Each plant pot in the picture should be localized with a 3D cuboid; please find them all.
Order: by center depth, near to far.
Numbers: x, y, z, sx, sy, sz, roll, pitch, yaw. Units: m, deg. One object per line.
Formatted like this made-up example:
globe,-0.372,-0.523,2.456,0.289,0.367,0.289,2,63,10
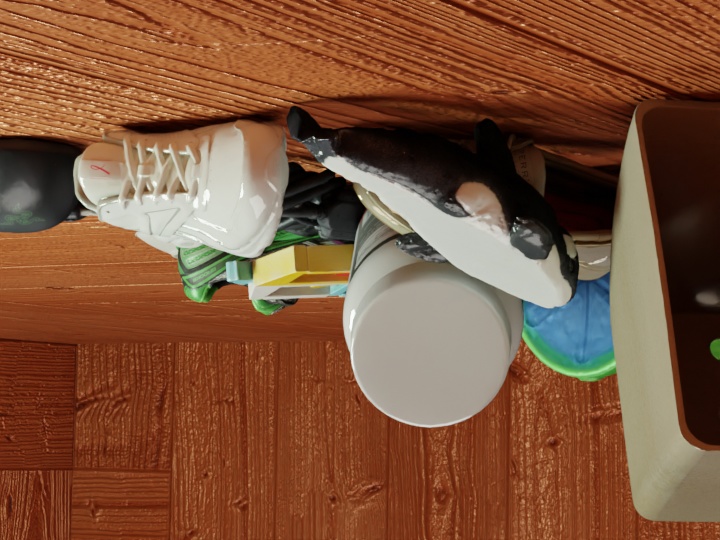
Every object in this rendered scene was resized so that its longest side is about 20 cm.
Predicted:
plant pot,0.230,0.042,1.098,0.198,0.201,0.177,2,152,-10

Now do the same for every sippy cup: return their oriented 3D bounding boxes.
sippy cup,0.192,0.003,1.380,0.130,0.179,0.139,-1,154,-42

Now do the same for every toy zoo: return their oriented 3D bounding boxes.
toy zoo,0.000,0.000,1.454,0.199,0.021,0.131,-2,172,-18

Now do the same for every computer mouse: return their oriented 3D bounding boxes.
computer mouse,-0.230,-0.048,1.332,0.138,0.053,0.200,3,175,-15

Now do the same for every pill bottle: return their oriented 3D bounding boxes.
pill bottle,0.047,0.017,1.278,0.113,0.115,0.200,1,-160,3

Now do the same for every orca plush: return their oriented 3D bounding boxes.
orca plush,0.050,-0.053,1.129,0.199,0.071,0.105,25,158,-16

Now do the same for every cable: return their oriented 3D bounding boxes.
cable,-0.083,-0.049,1.376,0.162,0.051,0.200,4,-178,31

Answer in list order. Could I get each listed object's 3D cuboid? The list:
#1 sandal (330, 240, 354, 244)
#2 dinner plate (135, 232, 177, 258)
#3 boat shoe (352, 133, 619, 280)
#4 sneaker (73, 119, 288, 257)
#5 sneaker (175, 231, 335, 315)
sandal,-0.002,-0.030,1.522,0.199,0.048,0.075,1,175,2
dinner plate,-0.103,-0.022,1.803,0.199,0.024,0.200,2,174,0
boat shoe,0.089,-0.050,1.200,0.199,0.074,0.069,12,147,-31
sneaker,-0.112,-0.049,1.176,0.099,0.078,0.200,9,171,-28
sneaker,-0.048,-0.006,1.596,0.199,0.086,0.078,0,175,3
